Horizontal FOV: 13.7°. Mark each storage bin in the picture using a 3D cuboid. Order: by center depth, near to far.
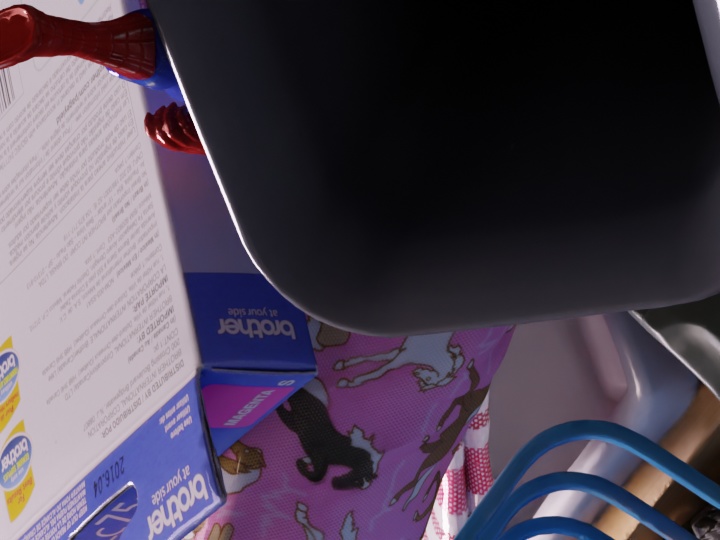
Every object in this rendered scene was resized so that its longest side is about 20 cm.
[{"bbox_3d":[0.035,-0.110,0.655,0.134,0.145,0.200,-63,-41,-52],"label":"storage bin"}]

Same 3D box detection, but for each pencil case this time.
[{"bbox_3d":[-0.012,0.056,0.809,0.083,0.086,0.200,-101,30,-61],"label":"pencil case"}]

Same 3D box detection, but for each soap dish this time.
[{"bbox_3d":[0.071,-0.004,0.882,0.200,0.081,0.158,112,140,-67],"label":"soap dish"}]

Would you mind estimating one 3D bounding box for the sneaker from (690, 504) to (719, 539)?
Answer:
[{"bbox_3d":[0.148,0.117,0.886,0.115,0.073,0.200,66,-170,3],"label":"sneaker"}]

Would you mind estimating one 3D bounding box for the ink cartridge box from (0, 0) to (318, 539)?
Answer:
[{"bbox_3d":[-0.066,-0.011,0.778,0.119,0.042,0.200,-42,52,49],"label":"ink cartridge box"}]

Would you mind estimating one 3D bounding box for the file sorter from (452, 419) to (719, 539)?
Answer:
[{"bbox_3d":[0.057,0.138,0.748,0.123,0.139,0.200,34,163,9],"label":"file sorter"}]

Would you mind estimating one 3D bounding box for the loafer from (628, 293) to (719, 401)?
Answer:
[{"bbox_3d":[0.104,0.006,0.706,0.063,0.072,0.200,44,-164,-46],"label":"loafer"}]

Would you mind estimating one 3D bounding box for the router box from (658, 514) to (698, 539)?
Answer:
[{"bbox_3d":[0.117,0.106,1.045,0.200,0.052,0.158,24,-138,-62],"label":"router box"}]

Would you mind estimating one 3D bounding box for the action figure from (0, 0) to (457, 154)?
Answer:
[{"bbox_3d":[-0.027,-0.060,0.709,0.200,0.052,0.066,9,-102,-54],"label":"action figure"}]

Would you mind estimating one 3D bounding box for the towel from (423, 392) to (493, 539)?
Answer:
[{"bbox_3d":[0.000,0.000,0.928,0.146,0.030,0.200,-127,26,-51],"label":"towel"}]
